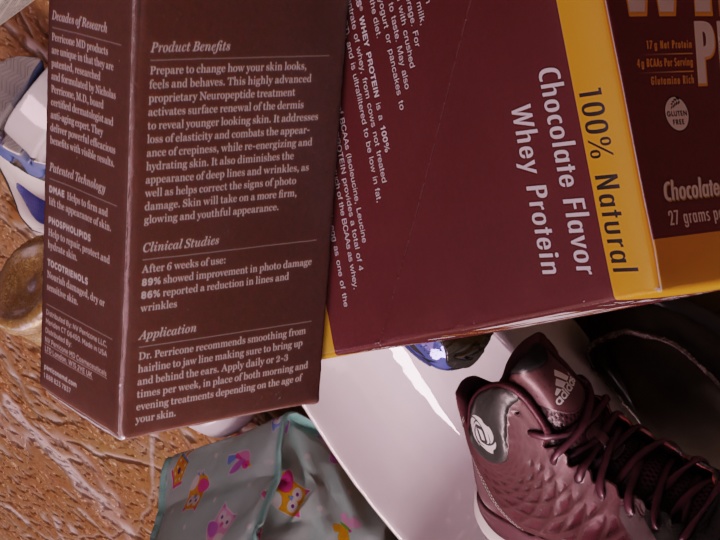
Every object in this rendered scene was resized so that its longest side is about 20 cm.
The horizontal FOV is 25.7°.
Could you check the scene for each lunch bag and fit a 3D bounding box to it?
[{"bbox_3d":[-0.027,0.194,1.095,0.200,0.122,0.170,29,149,-28],"label":"lunch bag"}]

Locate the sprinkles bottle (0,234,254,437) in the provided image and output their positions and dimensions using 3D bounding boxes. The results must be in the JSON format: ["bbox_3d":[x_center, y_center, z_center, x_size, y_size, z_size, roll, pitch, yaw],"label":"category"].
[{"bbox_3d":[-0.147,0.047,1.034,0.068,0.068,0.200,6,160,41],"label":"sprinkles bottle"}]

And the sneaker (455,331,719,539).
[{"bbox_3d":[0.112,0.088,0.713,0.200,0.076,0.116,7,128,47],"label":"sneaker"}]

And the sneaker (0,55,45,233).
[{"bbox_3d":[-0.163,-0.052,1.024,0.199,0.081,0.115,36,159,-2],"label":"sneaker"}]

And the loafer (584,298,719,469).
[{"bbox_3d":[0.183,0.093,0.781,0.200,0.071,0.073,45,145,-4],"label":"loafer"}]

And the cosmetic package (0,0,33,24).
[{"bbox_3d":[-0.205,-0.175,0.816,0.087,0.200,0.103,49,145,-8],"label":"cosmetic package"}]

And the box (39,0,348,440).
[{"bbox_3d":[-0.068,-0.043,0.625,0.075,0.100,0.201,23,113,47],"label":"box"}]

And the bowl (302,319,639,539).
[{"bbox_3d":[0.074,0.086,0.880,0.199,0.075,0.200,-13,116,50],"label":"bowl"}]

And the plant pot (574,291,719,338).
[{"bbox_3d":[0.163,0.020,0.810,0.200,0.027,0.200,26,141,23],"label":"plant pot"}]

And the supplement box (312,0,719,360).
[{"bbox_3d":[0.071,-0.079,0.633,0.200,0.132,0.198,-15,84,51],"label":"supplement box"}]

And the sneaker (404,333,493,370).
[{"bbox_3d":[0.000,0.000,0.799,0.200,0.075,0.079,43,119,49],"label":"sneaker"}]

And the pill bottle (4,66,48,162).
[{"bbox_3d":[-0.104,-0.046,0.918,0.200,0.111,0.111,41,146,-6],"label":"pill bottle"}]
